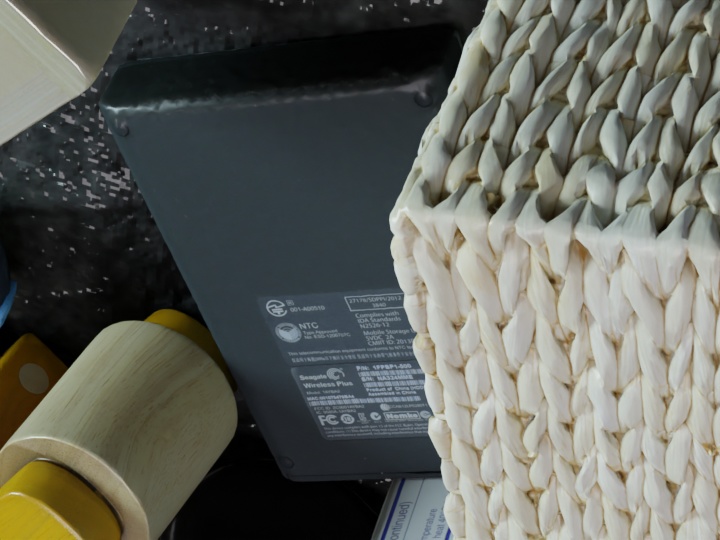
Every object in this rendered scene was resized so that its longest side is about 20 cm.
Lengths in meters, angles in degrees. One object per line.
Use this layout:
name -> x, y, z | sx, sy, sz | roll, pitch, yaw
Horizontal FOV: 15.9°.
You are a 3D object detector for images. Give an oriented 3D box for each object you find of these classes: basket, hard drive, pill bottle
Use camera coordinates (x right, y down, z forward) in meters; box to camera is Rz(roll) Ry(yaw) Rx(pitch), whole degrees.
basket -> 0.119, -0.001, 0.818 | 0.160, 0.200, 0.199 | 6, 136, 18
hard drive -> 0.000, 0.000, 0.984 | 0.139, 0.033, 0.200 | -4, 132, 25
pill bottle -> -0.066, 0.177, 1.129 | 0.111, 0.112, 0.200 | 27, 137, -6

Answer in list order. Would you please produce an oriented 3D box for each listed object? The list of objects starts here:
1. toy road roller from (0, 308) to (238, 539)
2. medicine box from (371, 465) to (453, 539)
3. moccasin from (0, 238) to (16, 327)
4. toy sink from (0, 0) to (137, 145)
toy road roller -> -0.160, 0.073, 1.059 | 0.146, 0.123, 0.200 | 44, 134, -8
medicine box -> 0.122, 0.161, 1.046 | 0.199, 0.103, 0.183 | -3, 132, 24
moccasin -> -0.238, -0.015, 1.044 | 0.199, 0.081, 0.068 | 0, 131, 1
toy sink -> -0.167, -0.145, 0.835 | 0.112, 0.131, 0.200 | -27, 120, 39
